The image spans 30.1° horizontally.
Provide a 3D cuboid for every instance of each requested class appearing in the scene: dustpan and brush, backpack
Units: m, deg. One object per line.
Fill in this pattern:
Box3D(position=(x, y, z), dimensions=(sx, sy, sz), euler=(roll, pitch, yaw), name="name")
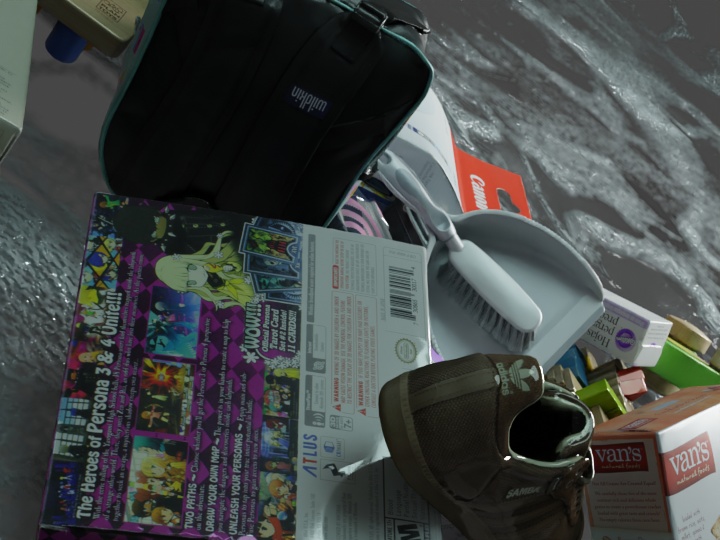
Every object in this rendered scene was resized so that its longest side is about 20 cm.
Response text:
Box3D(position=(0.073, -0.008, 0.947), dimensions=(0.200, 0.140, 0.057), euler=(46, -18, 3), name="dustpan and brush")
Box3D(position=(-0.068, -0.112, 0.860), dimensions=(0.176, 0.200, 0.153), euler=(26, 20, -15), name="backpack")

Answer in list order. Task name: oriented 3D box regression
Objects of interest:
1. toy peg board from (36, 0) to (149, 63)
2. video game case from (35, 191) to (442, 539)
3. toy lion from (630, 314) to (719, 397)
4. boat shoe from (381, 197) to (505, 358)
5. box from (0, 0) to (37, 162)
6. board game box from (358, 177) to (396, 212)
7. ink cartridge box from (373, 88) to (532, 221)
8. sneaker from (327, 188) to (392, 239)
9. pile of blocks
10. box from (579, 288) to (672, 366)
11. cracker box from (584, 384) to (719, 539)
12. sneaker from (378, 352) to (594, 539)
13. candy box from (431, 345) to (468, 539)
Box3D(position=(-0.236, -0.232, 0.964), dimensions=(0.200, 0.098, 0.199), euler=(36, 35, -10), name="toy peg board")
Box3D(position=(-0.053, 0.056, 0.650), dimensions=(0.181, 0.036, 0.200), euler=(9, 48, -12), name="video game case")
Box3D(position=(0.221, 0.049, 1.134), dimensions=(0.191, 0.069, 0.200), euler=(31, 6, -12), name="toy lion")
Box3D(position=(0.081, 0.020, 1.007), dimensions=(0.072, 0.068, 0.200), euler=(4, 44, -54), name="boat shoe")
Box3D(position=(-0.241, -0.125, 0.779), dimensions=(0.082, 0.068, 0.200), euler=(29, 26, -25), name="box")
Box3D(position=(-0.042, -0.104, 1.081), dimensions=(0.200, 0.034, 0.136), euler=(24, 29, -33), name="board game box")
Box3D(position=(0.067, -0.103, 1.113), dimensions=(0.200, 0.047, 0.160), euler=(25, 26, -13), name="ink cartridge box")
Box3D(position=(0.000, 0.000, 0.921), dimensions=(0.082, 0.070, 0.200), euler=(28, 28, -23), name="sneaker")
Box3D(position=(0.178, 0.089, 0.998), dimensions=(0.082, 0.062, 0.200), euler=(61, 16, -13), name="pile of blocks")
Box3D(position=(0.152, 0.017, 1.070), dimensions=(0.200, 0.039, 0.041), euler=(29, 15, 36), name="box")
Box3D(position=(0.195, 0.175, 0.768), dimensions=(0.134, 0.058, 0.201), euler=(-12, 92, -48), name="cracker box")
Box3D(position=(0.083, 0.095, 0.634), dimensions=(0.200, 0.075, 0.071), euler=(39, 36, -54), name="sneaker")
Box3D(position=(0.014, 0.115, 0.739), dimensions=(0.168, 0.072, 0.200), euler=(7, 39, -52), name="candy box")
